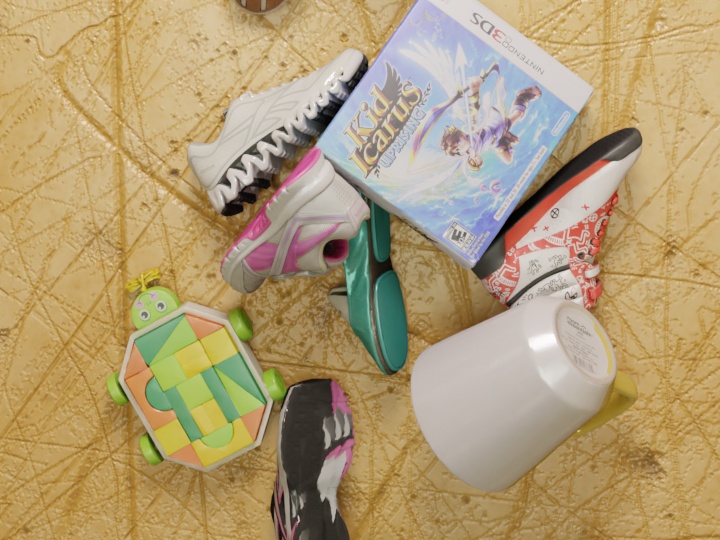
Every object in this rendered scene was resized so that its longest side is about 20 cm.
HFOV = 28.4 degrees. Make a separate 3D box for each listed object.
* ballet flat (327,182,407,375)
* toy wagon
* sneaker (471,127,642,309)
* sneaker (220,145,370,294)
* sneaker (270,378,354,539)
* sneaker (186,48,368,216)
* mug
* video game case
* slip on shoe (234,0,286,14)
[{"bbox_3d":[0.000,0.000,1.350,0.070,0.067,0.202,-1,102,28],"label":"ballet flat"},{"bbox_3d":[-0.172,0.095,1.387,0.154,0.040,0.201,-27,98,9],"label":"toy wagon"},{"bbox_3d":[0.205,-0.034,1.322,0.201,0.067,0.108,-41,100,11],"label":"sneaker"},{"bbox_3d":[-0.060,-0.024,1.296,0.088,0.082,0.200,39,143,-5],"label":"sneaker"},{"bbox_3d":[-0.060,0.206,1.383,0.080,0.086,0.202,8,80,-26],"label":"sneaker"},{"bbox_3d":[-0.078,-0.143,1.320,0.200,0.075,0.081,-41,77,6],"label":"sneaker"},{"bbox_3d":[0.158,0.095,1.296,0.153,0.186,0.150,-38,81,37],"label":"mug"},{"bbox_3d":[0.083,-0.135,1.291,0.181,0.045,0.201,35,84,-3],"label":"video game case"},{"bbox_3d":[-0.074,-0.331,1.283,0.075,0.061,0.202,11,122,0],"label":"slip on shoe"}]
